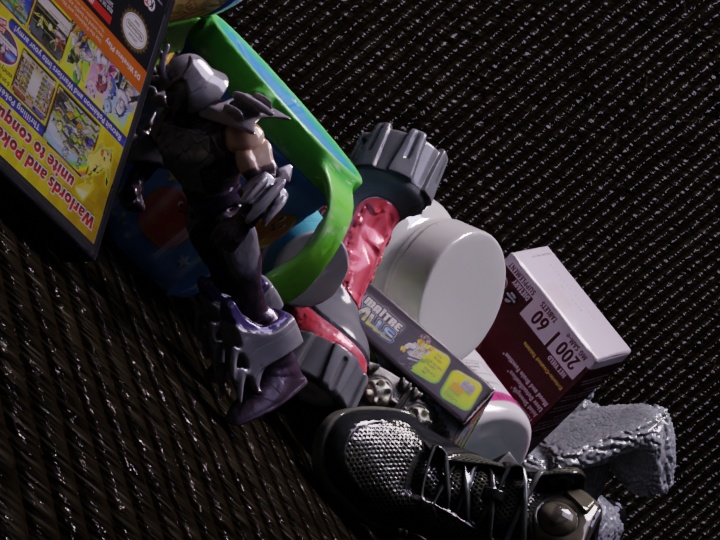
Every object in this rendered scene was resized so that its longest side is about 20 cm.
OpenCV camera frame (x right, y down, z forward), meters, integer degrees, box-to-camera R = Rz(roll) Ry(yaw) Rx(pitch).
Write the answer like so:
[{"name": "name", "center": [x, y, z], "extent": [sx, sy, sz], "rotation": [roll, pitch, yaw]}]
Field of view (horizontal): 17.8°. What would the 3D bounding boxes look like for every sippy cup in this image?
[{"name": "sippy cup", "center": [-0.090, -0.059, 1.351], "extent": [0.140, 0.130, 0.178], "rotation": [47, 6, -22]}]

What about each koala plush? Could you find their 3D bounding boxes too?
[{"name": "koala plush", "center": [0.154, 0.202, 1.900], "extent": [0.177, 0.183, 0.201], "rotation": [38, -36, 54]}]

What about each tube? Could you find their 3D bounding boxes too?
[{"name": "tube", "center": [-0.068, -0.043, 1.461], "extent": [0.200, 0.077, 0.051], "rotation": [49, -13, 55]}]

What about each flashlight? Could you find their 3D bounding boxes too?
[{"name": "flashlight", "center": [0.000, 0.000, 1.451], "extent": [0.068, 0.201, 0.068], "rotation": [36, -30, -18]}]

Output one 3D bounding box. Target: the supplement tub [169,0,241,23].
[{"name": "supplement tub", "center": [-0.153, -0.198, 1.248], "extent": [0.199, 0.146, 0.146], "rotation": [-19, 63, -44]}]

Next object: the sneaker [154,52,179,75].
[{"name": "sneaker", "center": [-0.157, -0.146, 1.677], "extent": [0.200, 0.104, 0.060], "rotation": [48, 4, -47]}]

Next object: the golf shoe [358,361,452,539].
[{"name": "golf shoe", "center": [0.032, 0.146, 1.491], "extent": [0.201, 0.077, 0.088], "rotation": [55, -16, -12]}]

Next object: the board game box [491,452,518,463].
[{"name": "board game box", "center": [0.124, 0.222, 1.556], "extent": [0.200, 0.028, 0.135], "rotation": [52, -29, -1]}]

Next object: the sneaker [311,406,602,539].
[{"name": "sneaker", "center": [0.069, 0.133, 1.386], "extent": [0.199, 0.077, 0.114], "rotation": [31, -25, -27]}]

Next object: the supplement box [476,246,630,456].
[{"name": "supplement box", "center": [0.098, 0.088, 1.755], "extent": [0.109, 0.200, 0.061], "rotation": [51, 30, 18]}]

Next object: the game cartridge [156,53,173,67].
[{"name": "game cartridge", "center": [-0.228, -0.211, 1.521], "extent": [0.199, 0.033, 0.176], "rotation": [28, -4, 18]}]

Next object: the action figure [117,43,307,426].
[{"name": "action figure", "center": [-0.075, -0.026, 1.211], "extent": [0.130, 0.069, 0.201], "rotation": [30, -41, 55]}]

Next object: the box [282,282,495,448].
[{"name": "box", "center": [-0.007, 0.046, 1.525], "extent": [0.200, 0.035, 0.110], "rotation": [40, -26, 10]}]

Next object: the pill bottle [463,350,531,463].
[{"name": "pill bottle", "center": [0.028, 0.076, 1.688], "extent": [0.200, 0.113, 0.113], "rotation": [53, 4, 35]}]

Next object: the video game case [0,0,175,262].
[{"name": "video game case", "center": [-0.160, -0.131, 1.086], "extent": [0.200, 0.025, 0.182], "rotation": [48, 49, -50]}]

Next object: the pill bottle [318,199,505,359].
[{"name": "pill bottle", "center": [-0.004, -0.010, 1.611], "extent": [0.199, 0.115, 0.114], "rotation": [22, -16, 37]}]
